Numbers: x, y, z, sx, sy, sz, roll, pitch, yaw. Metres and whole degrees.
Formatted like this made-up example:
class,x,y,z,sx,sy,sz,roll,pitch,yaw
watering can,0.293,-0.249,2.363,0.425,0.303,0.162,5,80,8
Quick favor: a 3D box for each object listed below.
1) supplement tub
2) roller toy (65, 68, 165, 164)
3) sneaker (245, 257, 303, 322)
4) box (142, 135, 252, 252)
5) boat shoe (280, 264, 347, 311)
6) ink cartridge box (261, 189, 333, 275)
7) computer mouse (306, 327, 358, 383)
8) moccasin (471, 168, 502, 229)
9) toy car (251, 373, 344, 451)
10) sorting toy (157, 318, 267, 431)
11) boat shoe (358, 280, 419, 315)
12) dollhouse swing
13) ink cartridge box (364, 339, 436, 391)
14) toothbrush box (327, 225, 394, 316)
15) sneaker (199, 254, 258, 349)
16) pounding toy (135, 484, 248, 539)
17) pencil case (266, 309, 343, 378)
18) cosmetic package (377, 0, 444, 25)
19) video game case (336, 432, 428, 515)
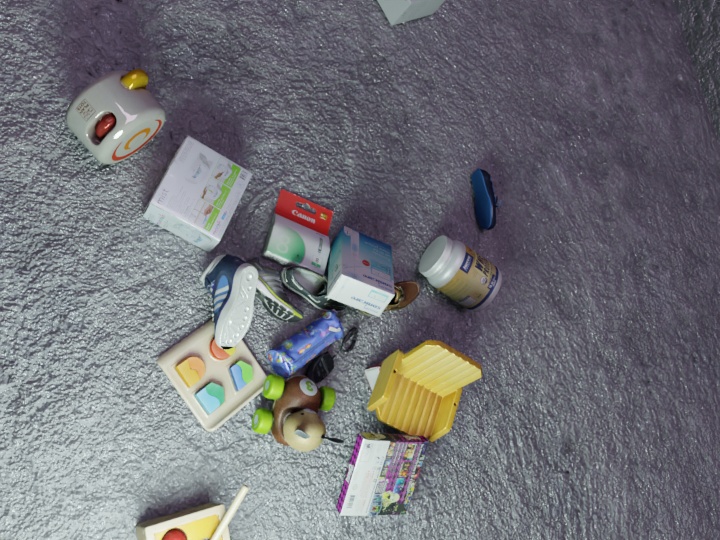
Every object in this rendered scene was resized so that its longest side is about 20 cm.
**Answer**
class,x,y,z,sx,sy,sz,roll,pitch,yaw
supplement tub,0.275,0.006,1.753,0.200,0.144,0.145,33,61,-17
roller toy,-0.534,-0.338,1.375,0.140,0.200,0.182,49,63,-6
sneaker,-0.207,0.044,1.510,0.200,0.074,0.081,44,55,-12
box,-0.376,-0.177,1.468,0.176,0.097,0.201,28,62,-18
boat shoe,-0.104,0.047,1.563,0.199,0.060,0.076,24,70,-28
ink cartridge box,-0.148,-0.099,1.604,0.160,0.050,0.201,23,66,-22
computer mouse,-0.071,0.206,1.558,0.200,0.034,0.059,-41,124,-40
moccasin,0.395,-0.220,1.936,0.068,0.080,0.201,7,71,-32
toy car,-0.119,0.325,1.374,0.164,0.200,0.159,19,88,-27
sorting toy,-0.320,0.223,1.405,0.185,0.036,0.200,-38,94,-33
boat shoe,0.089,0.071,1.670,0.199,0.068,0.072,-21,85,-33
dollhouse swing,0.161,0.286,1.479,0.199,0.176,0.182,31,63,-19
ink cartridge box,0.129,0.282,1.616,0.199,0.086,0.148,-21,85,-32
toothbrush box,0.000,0.000,1.578,0.146,0.085,0.201,22,37,-16
sneaker,-0.312,0.063,1.427,0.080,0.146,0.201,15,92,-50
pounding toy,-0.318,0.538,1.240,0.199,0.142,0.185,-7,78,-31
pencil case,-0.124,0.174,1.505,0.200,0.087,0.078,-34,109,-32
cosmetic package,0.147,-0.909,1.991,0.200,0.123,0.200,-29,89,-32
video game case,0.052,0.477,1.477,0.180,0.036,0.201,10,103,-26
